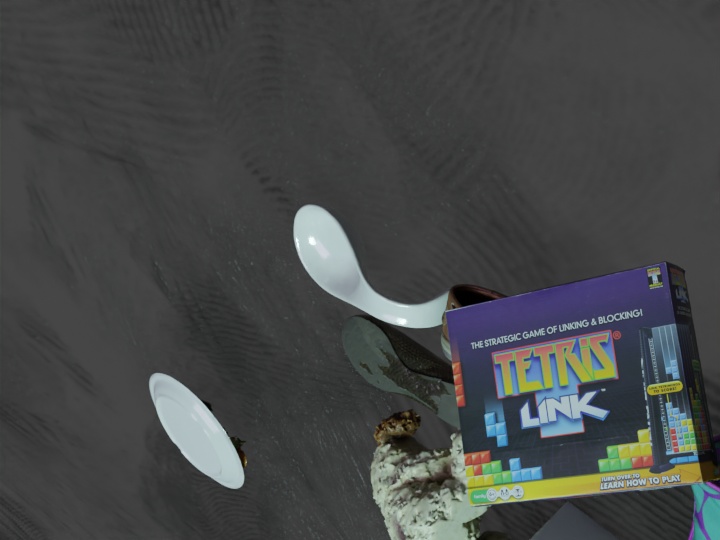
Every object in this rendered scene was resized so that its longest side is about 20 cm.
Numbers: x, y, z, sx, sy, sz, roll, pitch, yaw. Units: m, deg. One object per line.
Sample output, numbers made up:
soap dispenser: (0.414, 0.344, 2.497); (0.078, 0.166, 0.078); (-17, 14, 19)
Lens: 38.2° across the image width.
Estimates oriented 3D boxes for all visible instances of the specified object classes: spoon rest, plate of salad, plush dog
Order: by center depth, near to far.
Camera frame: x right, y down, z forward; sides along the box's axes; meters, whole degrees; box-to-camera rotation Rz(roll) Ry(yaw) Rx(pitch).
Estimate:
spoon rest: (0.000, 0.000, 1.059); (0.199, 0.060, 0.101); (30, 134, 30)
plush dog: (0.066, 0.248, 1.106); (0.172, 0.158, 0.203); (-140, 35, -62)
plate of salad: (-0.226, 0.222, 1.468); (0.199, 0.048, 0.202); (35, 146, 27)

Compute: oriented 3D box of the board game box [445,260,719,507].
board game box: (0.173, 0.096, 0.838); (0.198, 0.056, 0.168); (-15, 77, 32)

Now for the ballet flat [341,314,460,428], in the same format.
ballet flat: (0.058, 0.102, 1.082); (0.199, 0.046, 0.068); (27, 118, 38)

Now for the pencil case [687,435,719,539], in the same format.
pencil case: (0.303, 0.234, 0.863); (0.091, 0.085, 0.203); (15, 126, 23)

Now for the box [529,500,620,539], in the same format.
box: (0.208, 0.354, 1.038); (0.124, 0.097, 0.202); (34, 137, 27)

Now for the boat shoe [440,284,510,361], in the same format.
boat shoe: (0.149, 0.062, 0.927); (0.198, 0.075, 0.073); (15, 124, 39)
